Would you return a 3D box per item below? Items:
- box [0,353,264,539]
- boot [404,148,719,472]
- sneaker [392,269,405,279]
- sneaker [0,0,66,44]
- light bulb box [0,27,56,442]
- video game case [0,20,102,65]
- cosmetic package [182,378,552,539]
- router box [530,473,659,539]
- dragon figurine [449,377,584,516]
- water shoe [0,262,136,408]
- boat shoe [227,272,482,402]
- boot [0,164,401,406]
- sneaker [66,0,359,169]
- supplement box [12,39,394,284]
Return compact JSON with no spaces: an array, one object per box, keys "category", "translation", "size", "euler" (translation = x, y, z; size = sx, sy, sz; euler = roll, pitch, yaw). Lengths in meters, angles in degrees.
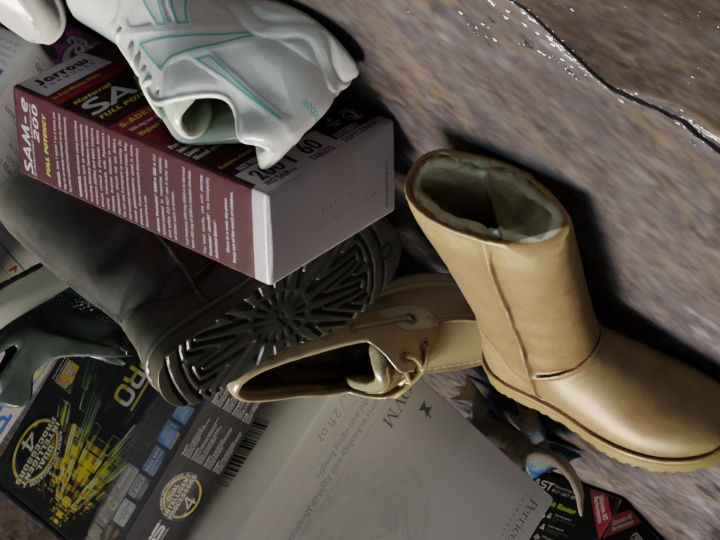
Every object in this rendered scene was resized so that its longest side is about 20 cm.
[{"category":"box","translation":[-0.136,0.084,1.507],"size":[0.049,0.201,0.161],"euler":[33,177,-41]},{"category":"boot","translation":[0.120,0.027,1.316],"size":[0.174,0.066,0.200],"euler":[16,154,24]},{"category":"sneaker","translation":[0.000,0.000,1.500],"size":[0.087,0.075,0.200],"euler":[21,175,2]},{"category":"sneaker","translation":[-0.262,-0.184,1.383],"size":[0.200,0.100,0.075],"euler":[38,162,-21]},{"category":"light bulb box","translation":[-0.260,-0.031,1.519],"size":[0.124,0.200,0.198],"euler":[22,160,32]},{"category":"video game case","translation":[-0.167,-0.102,1.563],"size":[0.199,0.036,0.181],"euler":[32,165,7]},{"category":"cosmetic package","translation":[-0.015,0.168,1.544],"size":[0.200,0.200,0.123],"euler":[43,162,-33]},{"category":"router box","translation":[0.154,0.213,1.832],"size":[0.200,0.062,0.150],"euler":[16,157,48]},{"category":"dragon figurine","translation":[0.112,0.135,1.678],"size":[0.200,0.059,0.099],"euler":[19,159,45]},{"category":"water shoe","translation":[-0.154,0.017,1.474],"size":[0.079,0.199,0.071],"euler":[63,164,-6]},{"category":"boat shoe","translation":[0.010,0.048,1.423],"size":[0.199,0.065,0.072],"euler":[-1,137,-21]},{"category":"boot","translation":[-0.097,-0.025,1.398],"size":[0.200,0.181,0.073],"euler":[46,156,46]},{"category":"sneaker","translation":[-0.098,-0.117,1.289],"size":[0.200,0.080,0.070],"euler":[24,164,37]},{"category":"supplement box","translation":[-0.089,-0.069,1.344],"size":[0.199,0.109,0.061],"euler":[22,128,34]}]
